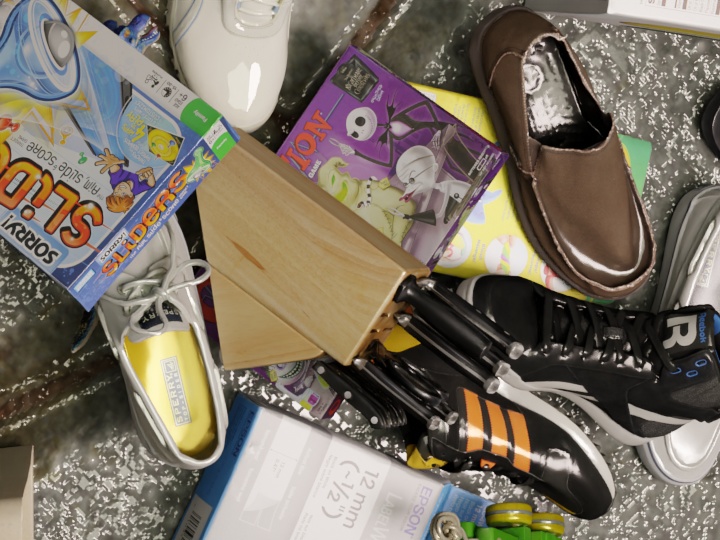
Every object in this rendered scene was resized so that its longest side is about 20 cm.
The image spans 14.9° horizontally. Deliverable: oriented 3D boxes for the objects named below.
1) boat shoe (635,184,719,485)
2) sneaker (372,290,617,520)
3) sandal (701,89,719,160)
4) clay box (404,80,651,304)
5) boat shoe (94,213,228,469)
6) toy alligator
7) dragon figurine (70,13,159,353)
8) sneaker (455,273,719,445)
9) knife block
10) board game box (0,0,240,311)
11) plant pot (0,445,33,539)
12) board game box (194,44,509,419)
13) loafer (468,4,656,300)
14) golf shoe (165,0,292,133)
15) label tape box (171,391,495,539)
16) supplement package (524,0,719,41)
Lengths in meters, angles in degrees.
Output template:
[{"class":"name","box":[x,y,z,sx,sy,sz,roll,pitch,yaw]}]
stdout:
[{"class":"boat shoe","box":[0.223,0.045,1.798,0.073,0.065,0.201,3,95,-18]},{"class":"sneaker","box":[0.070,0.106,1.747,0.200,0.070,0.090,44,66,-10]},{"class":"sandal","box":[0.318,-0.070,1.827,0.200,0.043,0.076,28,87,-17]},{"class":"clay box","box":[0.079,-0.051,1.755,0.199,0.048,0.115,12,93,-19]},{"class":"boat shoe","box":[-0.124,0.024,1.617,0.074,0.086,0.203,-17,98,-16]},{"class":"toy alligator","box":[0.081,0.179,1.746,0.200,0.054,0.060,21,63,-53]},{"class":"dragon figurine","box":[-0.162,-0.057,1.676,0.099,0.059,0.200,29,86,-17]},{"class":"sneaker","box":[0.159,0.038,1.705,0.200,0.112,0.073,29,50,-40]},{"class":"knife block","box":[0.000,0.000,1.643,0.175,0.064,0.201,-10,88,14]},{"class":"board game box","box":[-0.185,-0.085,1.611,0.200,0.034,0.135,37,82,28]},{"class":"plant pot","box":[-0.282,0.215,1.608,0.176,0.200,0.201,1,96,-4]},{"class":"board game box","box":[-0.013,-0.023,1.693,0.120,0.032,0.200,36,98,16]},{"class":"loafer","box":[0.128,-0.067,1.704,0.073,0.071,0.200,-32,106,-12]},{"class":"golf shoe","box":[-0.070,-0.181,1.672,0.078,0.097,0.201,-2,97,-18]},{"class":"label tape box","box":[-0.013,0.182,1.742,0.200,0.066,0.144,24,89,-16]},{"class":"supplement package","box":[0.229,-0.221,1.728,0.199,0.152,0.151,7,94,-17]}]
